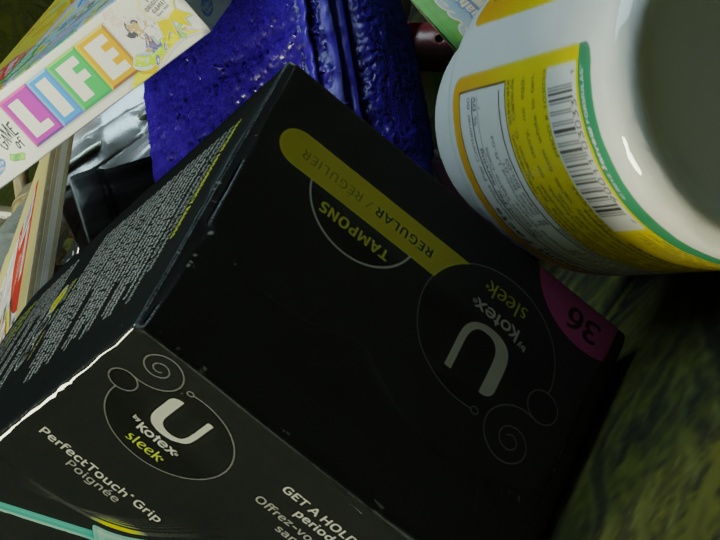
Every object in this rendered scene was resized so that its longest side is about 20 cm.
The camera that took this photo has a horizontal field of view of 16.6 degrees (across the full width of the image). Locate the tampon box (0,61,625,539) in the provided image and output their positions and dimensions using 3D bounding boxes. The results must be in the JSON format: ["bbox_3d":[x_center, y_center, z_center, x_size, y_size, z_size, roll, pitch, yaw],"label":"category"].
[{"bbox_3d":[-0.040,0.056,0.839,0.200,0.150,0.126,-36,21,48],"label":"tampon box"}]

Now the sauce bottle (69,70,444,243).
[{"bbox_3d":[-0.028,-0.051,1.092,0.200,0.065,0.065,-18,10,-7],"label":"sauce bottle"}]

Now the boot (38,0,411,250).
[{"bbox_3d":[-0.075,-0.095,1.156,0.200,0.096,0.074,-39,-24,14],"label":"boot"}]

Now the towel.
[{"bbox_3d":[-0.033,-0.024,0.987,0.148,0.050,0.200,-26,63,38],"label":"towel"}]

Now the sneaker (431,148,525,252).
[{"bbox_3d":[0.000,0.000,1.057,0.200,0.081,0.088,-26,-10,39],"label":"sneaker"}]

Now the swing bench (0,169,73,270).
[{"bbox_3d":[-0.176,0.024,1.399,0.130,0.200,0.199,91,-155,-50],"label":"swing bench"}]

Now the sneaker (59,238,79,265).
[{"bbox_3d":[-0.139,0.059,1.228,0.091,0.066,0.200,99,176,-52],"label":"sneaker"}]

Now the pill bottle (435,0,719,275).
[{"bbox_3d":[0.094,-0.054,0.785,0.113,0.113,0.200,-52,12,-12],"label":"pill bottle"}]

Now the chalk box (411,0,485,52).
[{"bbox_3d":[0.096,-0.135,0.938,0.200,0.125,0.124,-20,30,54],"label":"chalk box"}]

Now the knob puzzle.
[{"bbox_3d":[-0.159,0.055,1.120,0.220,0.030,0.220,-164,90,-78],"label":"knob puzzle"}]

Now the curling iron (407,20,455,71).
[{"bbox_3d":[0.028,-0.090,1.049,0.200,0.026,0.050,10,50,27],"label":"curling iron"}]

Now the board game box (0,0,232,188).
[{"bbox_3d":[-0.091,-0.124,1.064,0.134,0.034,0.200,-33,17,30],"label":"board game box"}]
